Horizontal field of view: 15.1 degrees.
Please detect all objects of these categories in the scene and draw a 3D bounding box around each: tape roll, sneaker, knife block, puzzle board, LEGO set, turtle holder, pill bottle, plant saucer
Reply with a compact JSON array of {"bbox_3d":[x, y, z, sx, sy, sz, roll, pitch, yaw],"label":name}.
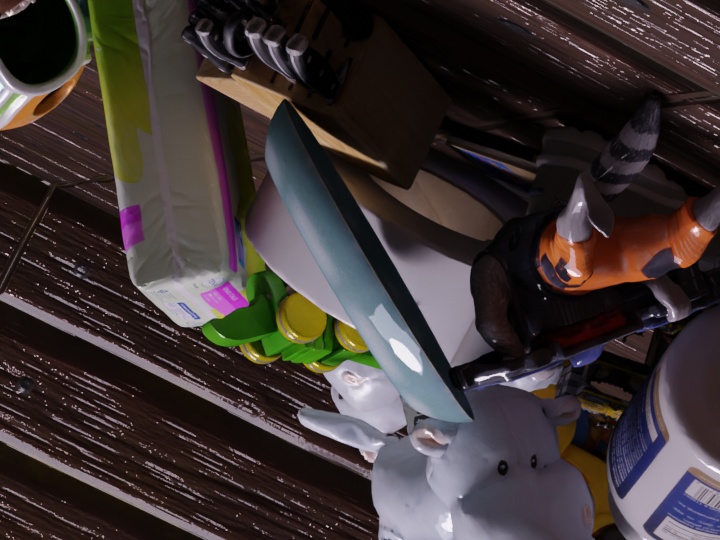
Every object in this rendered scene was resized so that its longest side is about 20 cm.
[{"bbox_3d":[0.033,-0.016,1.655,0.202,0.071,0.202,26,-163,-9],"label":"tape roll"},{"bbox_3d":[0.176,-0.006,1.548,0.200,0.082,0.075,27,174,-13],"label":"sneaker"},{"bbox_3d":[-0.011,-0.110,1.506,0.200,0.064,0.176,28,175,-24],"label":"knife block"},{"bbox_3d":[0.162,-0.031,1.725,0.151,0.017,0.200,22,173,41],"label":"puzzle board"},{"bbox_3d":[0.209,0.062,1.680,0.200,0.116,0.154,20,167,-14],"label":"LEGO set"},{"bbox_3d":[-0.231,-0.174,1.661,0.141,0.186,0.132,-9,-163,-34],"label":"turtle holder"},{"bbox_3d":[0.205,0.102,1.567,0.111,0.111,0.200,26,156,2],"label":"pill bottle"},{"bbox_3d":[0.000,0.000,1.458,0.200,0.027,0.200,60,-177,-5],"label":"plant saucer"}]

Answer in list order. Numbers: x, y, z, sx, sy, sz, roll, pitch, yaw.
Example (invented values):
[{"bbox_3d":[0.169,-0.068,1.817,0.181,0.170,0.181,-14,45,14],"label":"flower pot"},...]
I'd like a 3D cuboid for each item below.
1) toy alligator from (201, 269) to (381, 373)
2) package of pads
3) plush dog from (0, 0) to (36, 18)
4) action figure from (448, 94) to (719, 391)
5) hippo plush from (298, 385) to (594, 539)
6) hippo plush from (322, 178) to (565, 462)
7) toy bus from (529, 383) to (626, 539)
[{"bbox_3d":[-0.006,0.031,1.657,0.200,0.054,0.059,10,159,-28],"label":"toy alligator"},{"bbox_3d":[-0.110,-0.073,1.678,0.068,0.200,0.155,-10,168,6],"label":"package of pads"},{"bbox_3d":[-0.231,-0.222,1.261,0.200,0.161,0.172,6,148,26],"label":"plush dog"},{"bbox_3d":[0.135,-0.015,1.428,0.200,0.105,0.193,-18,171,-34],"label":"action figure"},{"bbox_3d":[0.087,0.126,1.579,0.159,0.200,0.161,-9,156,-25],"label":"hippo plush"},{"bbox_3d":[0.048,0.036,1.849,0.161,0.159,0.200,-16,152,10],"label":"hippo plush"},{"bbox_3d":[0.119,0.144,1.757,0.192,0.200,0.136,44,147,-7],"label":"toy bus"}]
